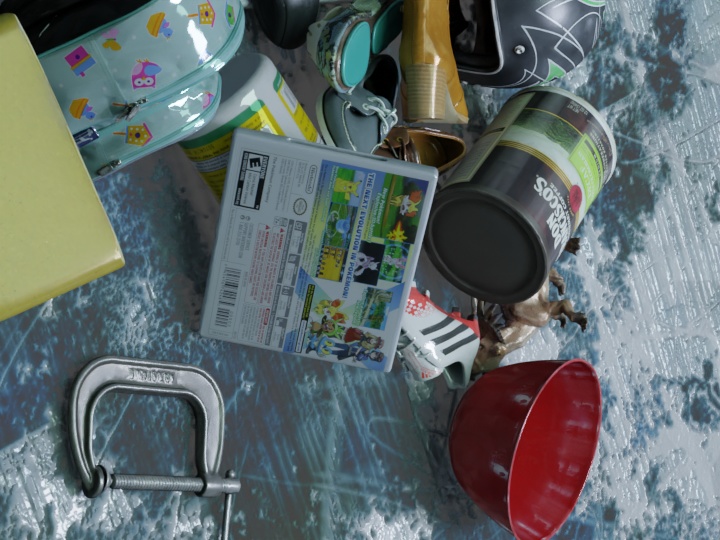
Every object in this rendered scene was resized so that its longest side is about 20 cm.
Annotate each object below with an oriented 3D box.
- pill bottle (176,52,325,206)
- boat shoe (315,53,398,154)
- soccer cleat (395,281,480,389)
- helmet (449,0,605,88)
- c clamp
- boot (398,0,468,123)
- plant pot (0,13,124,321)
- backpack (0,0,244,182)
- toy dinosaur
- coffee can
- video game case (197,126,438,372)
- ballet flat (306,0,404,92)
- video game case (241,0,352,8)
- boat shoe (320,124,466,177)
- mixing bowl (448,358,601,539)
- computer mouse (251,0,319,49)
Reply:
[{"bbox_3d":[-0.080,-0.087,1.351,0.201,0.112,0.113,56,51,-26],"label":"pill bottle"},{"bbox_3d":[0.003,-0.156,1.416,0.073,0.061,0.201,59,19,-24],"label":"boat shoe"},{"bbox_3d":[0.054,0.066,1.508,0.199,0.068,0.086,24,67,-46],"label":"soccer cleat"},{"bbox_3d":[0.167,-0.286,1.568,0.199,0.189,0.203,6,81,-46],"label":"helmet"},{"bbox_3d":[-0.176,0.161,1.288,0.199,0.027,0.173,18,73,-44],"label":"c clamp"},{"bbox_3d":[0.074,-0.222,1.490,0.201,0.070,0.146,-21,112,-82],"label":"boot"},{"bbox_3d":[-0.327,-0.044,1.046,0.199,0.193,0.197,-33,110,-37],"label":"plant pot"},{"bbox_3d":[-0.184,-0.176,1.160,0.154,0.199,0.176,53,16,-26],"label":"backpack"},{"bbox_3d":[0.172,0.018,1.630,0.134,0.086,0.202,7,60,-10],"label":"toy dinosaur"},{"bbox_3d":[0.171,-0.083,1.576,0.147,0.145,0.200,59,45,-23],"label":"coffee can"},{"bbox_3d":[-0.040,-0.015,1.307,0.022,0.180,0.202,-88,-170,-65],"label":"video game case"},{"bbox_3d":[-0.015,-0.221,1.413,0.075,0.074,0.200,70,25,-15],"label":"ballet flat"},{"bbox_3d":[-0.078,-0.351,1.444,0.199,0.023,0.184,-14,96,-45],"label":"video game case"},{"bbox_3d":[0.029,-0.117,1.498,0.199,0.067,0.073,-13,95,-45],"label":"boat shoe"},{"bbox_3d":[0.162,0.177,1.558,0.200,0.108,0.202,-29,127,-48],"label":"mixing bowl"},{"bbox_3d":[-0.098,-0.301,1.368,0.140,0.046,0.202,-24,104,-46],"label":"computer mouse"}]
